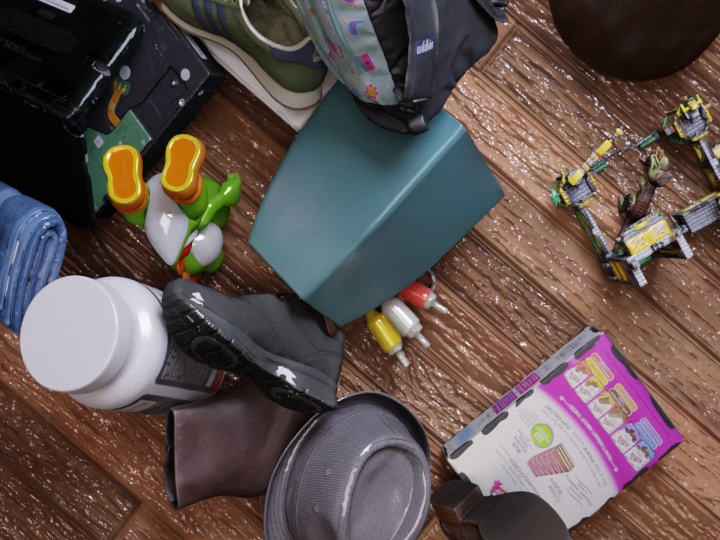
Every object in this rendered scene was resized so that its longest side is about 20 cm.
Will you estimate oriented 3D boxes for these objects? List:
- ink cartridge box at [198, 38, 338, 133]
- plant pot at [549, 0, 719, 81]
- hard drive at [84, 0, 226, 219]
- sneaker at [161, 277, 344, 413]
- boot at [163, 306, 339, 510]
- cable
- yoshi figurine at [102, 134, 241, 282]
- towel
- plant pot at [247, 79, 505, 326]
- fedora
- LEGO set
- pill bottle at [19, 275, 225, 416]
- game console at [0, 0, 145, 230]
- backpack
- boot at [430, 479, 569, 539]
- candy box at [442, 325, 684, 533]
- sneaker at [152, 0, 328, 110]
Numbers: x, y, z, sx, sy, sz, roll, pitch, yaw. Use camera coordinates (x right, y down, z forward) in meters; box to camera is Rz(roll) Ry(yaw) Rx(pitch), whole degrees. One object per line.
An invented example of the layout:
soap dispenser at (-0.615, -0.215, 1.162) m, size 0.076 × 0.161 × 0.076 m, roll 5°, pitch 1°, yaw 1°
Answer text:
ink cartridge box at (-0.046, -0.253, 0.890) m, size 0.146 × 0.084 × 0.201 m, roll 41°, pitch 93°, yaw 0°
plant pot at (0.281, -0.282, 0.827) m, size 0.183 × 0.200 × 0.191 m, roll 0°, pitch 93°, yaw 0°
hard drive at (-0.232, -0.166, 0.876) m, size 0.200 × 0.038 × 0.140 m, roll -44°, pitch 77°, yaw 23°
sneaker at (-0.092, 0.053, 0.820) m, size 0.199 × 0.075 × 0.092 m, roll 37°, pitch 57°, yaw -35°
boot at (-0.104, 0.123, 0.875) m, size 0.164 × 0.072 × 0.204 m, roll -2°, pitch 101°, yaw -39°
cable at (0.000, 0.000, 0.916) m, size 0.199 × 0.050 × 0.098 m, roll 38°, pitch 91°, yaw -1°
yoshi figurine at (-0.169, -0.067, 0.857) m, size 0.112 × 0.201 × 0.112 m, roll 39°, pitch 76°, yaw 16°
towel at (-0.339, -0.022, 0.856) m, size 0.048 × 0.199 × 0.114 m, roll 10°, pitch 98°, yaw -42°
plant pot at (0.004, -0.061, 0.844) m, size 0.201 × 0.141 × 0.141 m, roll -48°, pitch 59°, yaw 2°
fedora at (0.003, 0.222, 0.875) m, size 0.175 × 0.090 × 0.203 m, roll 23°, pitch 91°, yaw -28°
LEGO set at (0.290, -0.074, 0.876) m, size 0.197 × 0.116 × 0.156 m, roll -22°, pitch 92°, yaw 1°
pill bottle at (-0.210, 0.070, 0.836) m, size 0.114 × 0.200 × 0.118 m, roll -3°, pitch 77°, yaw 16°
game console at (-0.298, -0.168, 0.875) m, size 0.198 × 0.117 × 0.178 m, roll 25°, pitch 74°, yaw 25°
backpack at (0.017, -0.229, 0.705) m, size 0.168 × 0.125 × 0.201 m, roll -56°, pitch 135°, yaw -27°
boot at (0.160, 0.300, 0.849) m, size 0.064 × 0.186 × 0.203 m, roll -31°, pitch 106°, yaw -21°
candy box at (0.199, 0.173, 0.916) m, size 0.199 × 0.061 × 0.137 m, roll -38°, pitch 92°, yaw 1°
sneaker at (-0.103, -0.233, 0.793) m, size 0.199 × 0.090 × 0.067 m, roll 40°, pitch 60°, yaw 7°
